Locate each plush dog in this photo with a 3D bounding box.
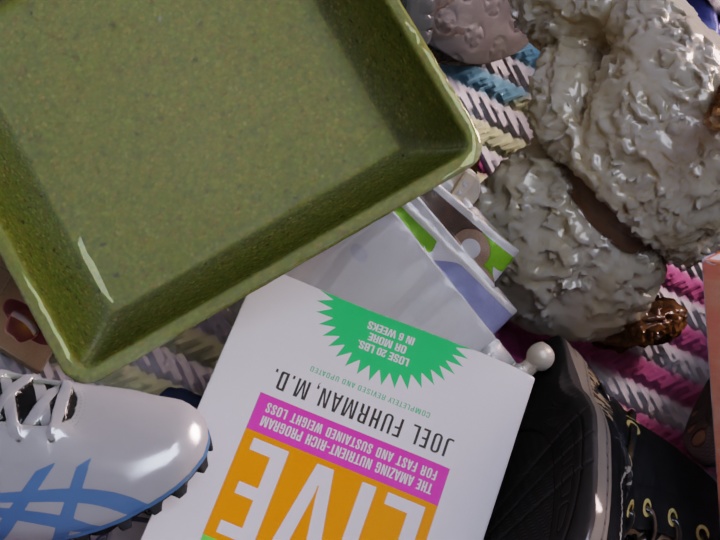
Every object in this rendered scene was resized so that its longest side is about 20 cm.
[{"bbox_3d":[0.126,-0.039,0.971,0.199,0.172,0.161,37,19,-13],"label":"plush dog"}]

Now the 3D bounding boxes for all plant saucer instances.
[{"bbox_3d":[-0.080,-0.080,0.863,0.199,0.048,0.201,-29,80,-5],"label":"plant saucer"}]

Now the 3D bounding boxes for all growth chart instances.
[{"bbox_3d":[0.000,0.000,0.912,0.144,0.018,0.201,-35,100,-1],"label":"growth chart"}]

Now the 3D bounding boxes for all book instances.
[{"bbox_3d":[-0.017,0.106,0.830,0.133,0.048,0.201,20,54,1],"label":"book"}]

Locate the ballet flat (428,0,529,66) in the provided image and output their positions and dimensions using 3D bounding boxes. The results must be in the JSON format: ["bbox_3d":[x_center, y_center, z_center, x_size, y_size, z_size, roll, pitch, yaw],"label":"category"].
[{"bbox_3d":[0.013,-0.128,1.018,0.199,0.046,0.068,-18,108,-32],"label":"ballet flat"}]

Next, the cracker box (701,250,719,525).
[{"bbox_3d":[0.238,0.037,0.916,0.199,0.057,0.135,-20,109,-42],"label":"cracker box"}]

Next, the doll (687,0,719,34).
[{"bbox_3d":[0.162,-0.157,1.097,0.136,0.048,0.201,21,63,-18],"label":"doll"}]

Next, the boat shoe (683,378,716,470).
[{"bbox_3d":[0.239,0.032,1.042,0.072,0.076,0.201,34,69,-3],"label":"boat shoe"}]

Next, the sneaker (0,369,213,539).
[{"bbox_3d":[-0.159,0.062,0.797,0.198,0.073,0.072,2,41,6],"label":"sneaker"}]

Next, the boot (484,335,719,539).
[{"bbox_3d":[0.129,0.123,0.911,0.150,0.073,0.200,40,15,-13],"label":"boot"}]

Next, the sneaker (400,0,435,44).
[{"bbox_3d":[-0.016,-0.097,0.930,0.081,0.073,0.202,-5,102,-31],"label":"sneaker"}]

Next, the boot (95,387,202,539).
[{"bbox_3d":[-0.011,0.121,0.881,0.199,0.073,0.091,22,58,-8],"label":"boot"}]

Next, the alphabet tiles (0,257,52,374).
[{"bbox_3d":[-0.185,-0.050,0.914,0.166,0.006,0.201,33,59,-10],"label":"alphabet tiles"}]
